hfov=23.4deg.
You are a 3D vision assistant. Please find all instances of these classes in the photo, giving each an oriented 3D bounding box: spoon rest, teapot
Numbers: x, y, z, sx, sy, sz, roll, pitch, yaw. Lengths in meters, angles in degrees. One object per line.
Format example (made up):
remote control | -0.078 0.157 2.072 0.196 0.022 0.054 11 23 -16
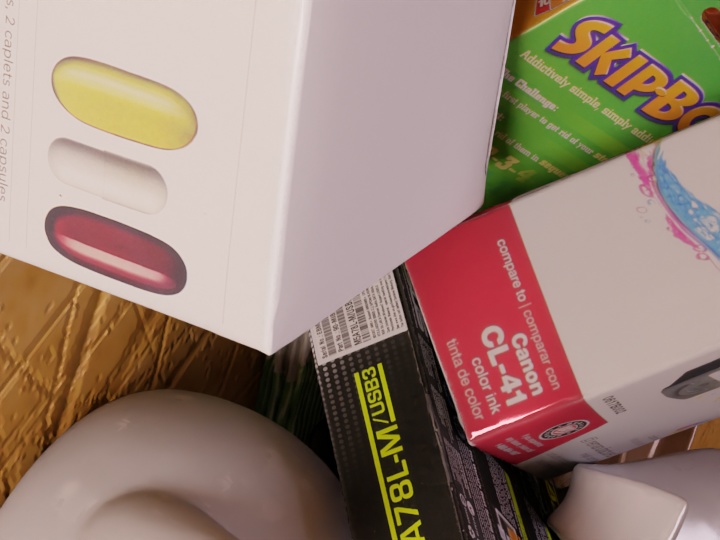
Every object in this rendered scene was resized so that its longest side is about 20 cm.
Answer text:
spoon rest | 0.125 0.113 0.740 0.099 0.061 0.200 -61 155 -3
teapot | -0.049 0.149 0.646 0.200 0.146 0.198 -20 126 -63

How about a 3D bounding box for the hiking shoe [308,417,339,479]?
hiking shoe | 0.014 0.154 0.750 0.087 0.074 0.200 36 33 -59

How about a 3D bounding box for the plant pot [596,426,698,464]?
plant pot | 0.163 0.084 1.146 0.201 0.093 0.201 -47 147 -45

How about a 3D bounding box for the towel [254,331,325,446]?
towel | 0.000 0.000 0.801 0.153 0.023 0.200 -27 130 -60

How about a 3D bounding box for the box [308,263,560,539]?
box | 0.047 0.111 0.683 0.193 0.047 0.200 55 17 -51

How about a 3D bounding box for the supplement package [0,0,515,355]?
supplement package | -0.024 -0.103 0.546 0.156 0.111 0.200 -34 137 -55

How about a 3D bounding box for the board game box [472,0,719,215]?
board game box | 0.061 -0.053 0.668 0.096 0.200 0.030 44 32 -37

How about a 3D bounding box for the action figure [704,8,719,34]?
action figure | 0.114 -0.079 0.704 0.200 0.105 0.193 14 128 -45

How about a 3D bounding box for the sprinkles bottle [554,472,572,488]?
sprinkles bottle | 0.082 0.069 0.851 0.068 0.068 0.200 -54 154 -35

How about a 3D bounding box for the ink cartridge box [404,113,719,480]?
ink cartridge box | 0.134 0.004 0.666 0.148 0.200 0.086 35 36 -68

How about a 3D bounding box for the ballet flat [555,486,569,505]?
ballet flat | 0.134 0.150 0.866 0.068 0.068 0.200 -60 151 8
